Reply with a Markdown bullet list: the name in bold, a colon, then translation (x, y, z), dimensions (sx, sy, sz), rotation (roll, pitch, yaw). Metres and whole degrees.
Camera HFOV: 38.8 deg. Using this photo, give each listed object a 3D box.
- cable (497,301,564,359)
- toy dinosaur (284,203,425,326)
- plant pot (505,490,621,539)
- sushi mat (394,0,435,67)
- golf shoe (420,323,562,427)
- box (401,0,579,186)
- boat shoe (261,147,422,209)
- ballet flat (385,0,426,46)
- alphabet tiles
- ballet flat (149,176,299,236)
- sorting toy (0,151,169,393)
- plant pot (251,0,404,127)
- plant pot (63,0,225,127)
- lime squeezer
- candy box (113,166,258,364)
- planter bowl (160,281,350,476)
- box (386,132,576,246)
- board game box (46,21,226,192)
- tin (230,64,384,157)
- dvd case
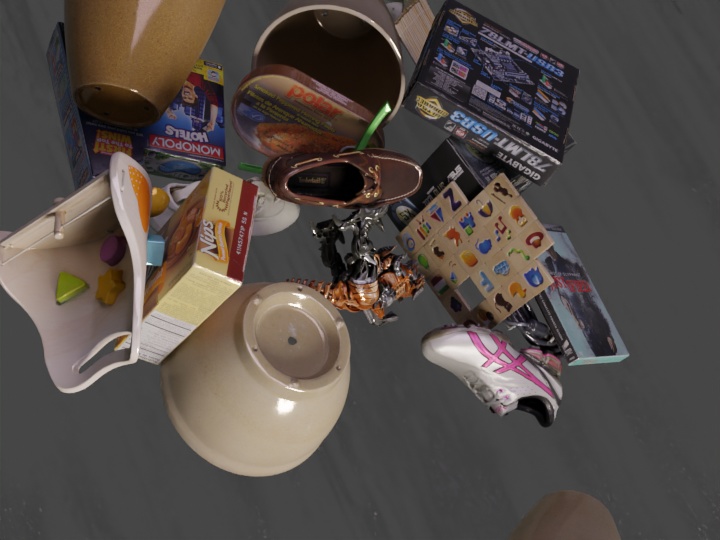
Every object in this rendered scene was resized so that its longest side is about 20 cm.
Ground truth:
- **cable**: translation (0.223, 0.017, 1.323), dimensions (0.162, 0.051, 0.201), rotation (22, 40, -32)
- **toy dinosaur**: translation (0.000, 0.000, 1.192), dimensions (0.200, 0.101, 0.137), rotation (-7, 85, -64)
- **plant pot**: translation (0.214, 0.335, 1.079), dimensions (0.187, 0.187, 0.200), rotation (39, 35, -5)
- **sushi mat**: translation (0.115, -0.281, 1.433), dimensions (0.201, 0.012, 0.096), rotation (57, 47, -22)
- **golf shoe**: translation (0.162, 0.125, 1.227), dimensions (0.199, 0.073, 0.093), rotation (20, 55, -21)
- **box**: translation (0.164, -0.222, 1.242), dimensions (0.199, 0.050, 0.199), rotation (27, 45, -8)
- **boat shoe**: translation (-0.011, -0.102, 1.172), dimensions (0.198, 0.070, 0.071), rotation (-6, 105, -26)
- **ballet flat**: translation (0.061, -0.390, 1.489), dimensions (0.070, 0.071, 0.202), rotation (14, 58, -24)
- **alphabet tiles**: translation (0.140, -0.023, 1.218), dimensions (0.008, 0.200, 0.168), rotation (-27, 78, -42)
- **ballet flat**: translation (-0.145, -0.077, 1.165), dimensions (0.199, 0.069, 0.070), rotation (-6, 66, -34)
- **sorting toy**: translation (-0.256, 0.017, 0.987), dimensions (0.106, 0.199, 0.181), rotation (19, 54, -48)
- **plant pot**: translation (-0.030, -0.294, 1.303), dimensions (0.186, 0.188, 0.201), rotation (27, 37, -15)
- **plant pot**: translation (-0.238, -0.263, 1.083), dimensions (0.185, 0.186, 0.202), rotation (17, 68, -22)
- **lime squeezer**: translation (-0.045, -0.131, 1.223), dimensions (0.038, 0.199, 0.071), rotation (-97, 162, -45)
- **candy box**: translation (-0.175, 0.000, 1.011), dimensions (0.055, 0.200, 0.116), rotation (23, 53, -23)
- **planter bowl**: translation (-0.091, 0.093, 1.051), dimensions (0.199, 0.135, 0.202), rotation (15, 56, -23)
- **box**: translation (0.152, -0.123, 1.311), dimensions (0.199, 0.164, 0.086), rotation (-30, 80, -39)
- **board game box**: translation (-0.255, -0.162, 1.152), dimensions (0.199, 0.062, 0.201), rotation (11, 58, -26)
- **tin**: translation (-0.061, -0.175, 1.245), dimensions (0.199, 0.112, 0.042), rotation (28, 40, -15)
- **dvd case**: translation (0.262, 0.027, 1.309), dimensions (0.145, 0.022, 0.201), rotation (4, 55, -50)
